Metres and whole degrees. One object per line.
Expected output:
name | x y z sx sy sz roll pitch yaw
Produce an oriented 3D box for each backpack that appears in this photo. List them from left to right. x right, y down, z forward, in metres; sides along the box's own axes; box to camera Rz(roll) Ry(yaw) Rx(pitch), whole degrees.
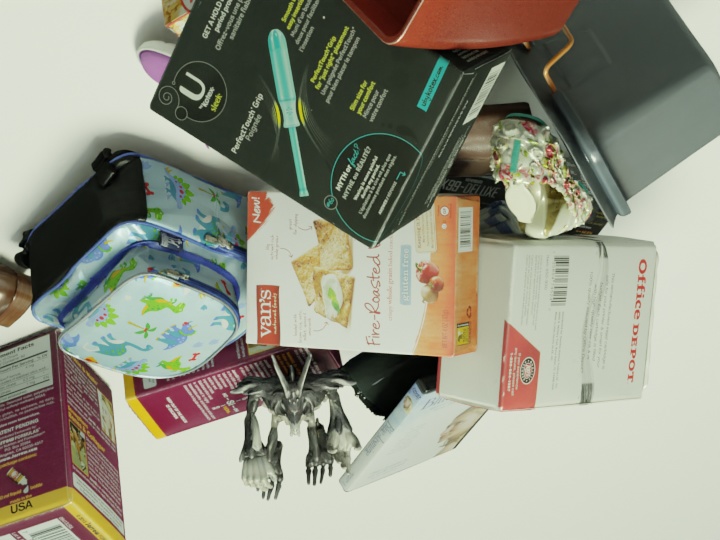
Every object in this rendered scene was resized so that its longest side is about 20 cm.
backpack | -0.178 0.008 1.594 0.199 0.148 0.183 16 138 -37

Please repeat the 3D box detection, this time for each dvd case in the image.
dvd case | 0.073 0.137 1.674 0.142 0.018 0.200 -17 155 -34

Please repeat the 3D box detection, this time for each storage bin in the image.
storage bin | 0.206 -0.164 1.452 0.134 0.200 0.146 -31 140 7

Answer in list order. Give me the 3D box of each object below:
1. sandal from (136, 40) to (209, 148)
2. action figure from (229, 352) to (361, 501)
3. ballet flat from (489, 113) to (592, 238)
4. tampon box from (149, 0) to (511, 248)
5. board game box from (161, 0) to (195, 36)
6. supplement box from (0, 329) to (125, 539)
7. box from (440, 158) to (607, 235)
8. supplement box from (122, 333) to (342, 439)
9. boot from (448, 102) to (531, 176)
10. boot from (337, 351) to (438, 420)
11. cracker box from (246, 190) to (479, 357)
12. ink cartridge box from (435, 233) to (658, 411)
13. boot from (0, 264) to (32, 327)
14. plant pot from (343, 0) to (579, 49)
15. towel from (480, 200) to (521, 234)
sandal | -0.106 -0.120 1.430 0.202 0.050 0.083 32 160 13
action figure | -0.059 0.154 1.672 0.118 0.102 0.200 -9 152 -5
ballet flat | 0.144 -0.064 1.480 0.075 0.064 0.200 6 162 24
tampon box | -0.021 -0.141 1.295 0.200 0.126 0.150 32 112 11
board game box | -0.035 -0.219 1.420 0.199 0.046 0.151 -29 140 21
supplement box | -0.306 0.182 1.737 0.103 0.201 0.131 -19 142 10
box | 0.120 -0.046 1.672 0.199 0.050 0.158 8 138 -23
supplement box | -0.126 0.072 1.719 0.199 0.111 0.086 -18 144 7
boot | 0.066 -0.129 1.467 0.199 0.065 0.186 0 158 -15
boot | 0.052 0.066 1.651 0.162 0.074 0.198 -29 149 22
cracker box | 0.000 0.000 1.515 0.199 0.135 0.058 2 -176 26
ink cartridge box | 0.167 0.042 1.573 0.199 0.148 0.083 0 -174 -44
boot | -0.427 0.033 1.623 0.200 0.064 0.186 24 117 -42
plant pot | 0.079 -0.270 1.247 0.176 0.200 0.200 11 119 -45
towel | 0.072 0.006 1.654 0.199 0.024 0.147 -21 145 17
